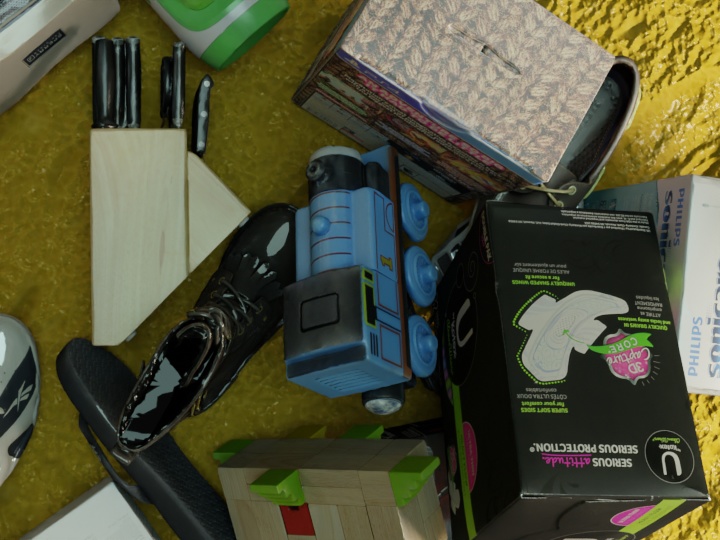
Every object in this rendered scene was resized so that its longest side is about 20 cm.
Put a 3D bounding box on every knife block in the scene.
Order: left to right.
[{"bbox_3d":[-0.175,-0.069,0.773,0.176,0.064,0.200,45,81,-8],"label":"knife block"}]

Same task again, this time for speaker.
[{"bbox_3d":[-0.144,-0.247,0.772,0.088,0.088,0.200,-42,98,-10],"label":"speaker"}]

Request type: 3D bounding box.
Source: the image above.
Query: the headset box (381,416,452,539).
[{"bbox_3d":[0.116,0.183,0.828,0.199,0.075,0.149,-9,90,-12],"label":"headset box"}]

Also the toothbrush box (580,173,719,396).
[{"bbox_3d":[0.224,0.013,0.792,0.085,0.200,0.147,7,87,-13],"label":"toothbrush box"}]

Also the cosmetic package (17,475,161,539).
[{"bbox_3d":[-0.239,0.240,0.761,0.200,0.051,0.083,-34,94,-11],"label":"cosmetic package"}]

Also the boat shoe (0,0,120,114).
[{"bbox_3d":[-0.270,-0.177,0.758,0.200,0.075,0.093,-39,79,-9],"label":"boat shoe"}]

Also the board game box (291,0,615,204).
[{"bbox_3d":[0.055,-0.135,0.756,0.159,0.200,0.097,31,83,-11],"label":"board game box"}]

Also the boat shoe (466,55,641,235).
[{"bbox_3d":[0.146,-0.077,0.802,0.072,0.060,0.200,35,83,2],"label":"boat shoe"}]

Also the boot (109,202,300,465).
[{"bbox_3d":[-0.094,0.038,0.726,0.069,0.174,0.200,30,87,0],"label":"boot"}]

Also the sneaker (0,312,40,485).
[{"bbox_3d":[-0.275,0.127,0.714,0.079,0.130,0.200,27,83,-12],"label":"sneaker"}]

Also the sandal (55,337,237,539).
[{"bbox_3d":[-0.163,0.140,0.771,0.043,0.076,0.200,-33,96,12],"label":"sandal"}]

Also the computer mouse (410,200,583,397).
[{"bbox_3d":[0.098,-0.002,0.844,0.200,0.044,0.110,-44,87,-7],"label":"computer mouse"}]

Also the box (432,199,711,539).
[{"bbox_3d":[0.129,0.078,0.712,0.124,0.149,0.201,4,61,-11],"label":"box"}]

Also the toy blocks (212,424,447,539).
[{"bbox_3d":[-0.014,0.194,0.756,0.100,0.199,0.137,-29,109,-54],"label":"toy blocks"}]

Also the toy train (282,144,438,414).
[{"bbox_3d":[0.000,0.000,0.759,0.086,0.114,0.201,-14,64,27],"label":"toy train"}]
